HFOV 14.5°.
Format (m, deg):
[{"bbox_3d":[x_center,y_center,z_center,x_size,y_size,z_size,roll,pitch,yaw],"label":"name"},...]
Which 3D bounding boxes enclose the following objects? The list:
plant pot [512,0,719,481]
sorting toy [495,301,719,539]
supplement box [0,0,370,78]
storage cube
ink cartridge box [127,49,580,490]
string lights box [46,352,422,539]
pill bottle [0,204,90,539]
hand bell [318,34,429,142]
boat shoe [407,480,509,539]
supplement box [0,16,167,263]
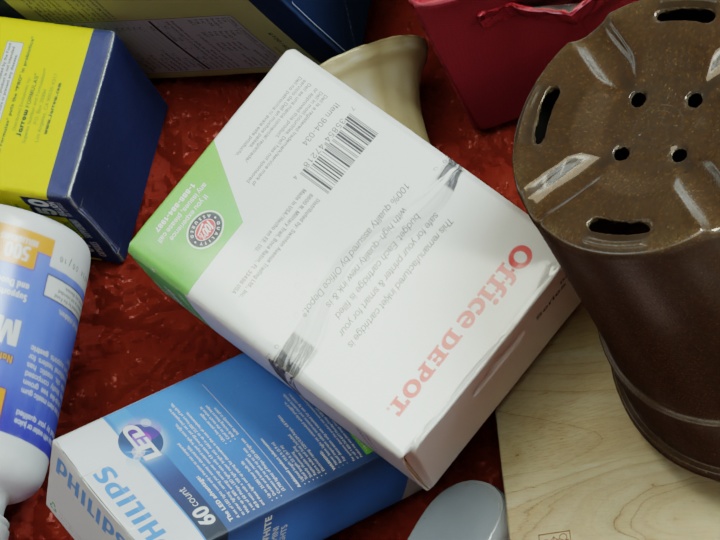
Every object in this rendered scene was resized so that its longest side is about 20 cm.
[{"bbox_3d":[0.183,-0.024,1.422,0.200,0.198,0.201,-15,55,22],"label":"plant pot"},{"bbox_3d":[0.178,0.077,1.555,0.199,0.070,0.199,-10,66,10],"label":"sorting toy"},{"bbox_3d":[-0.101,-0.231,1.690,0.199,0.134,0.201,-1,69,28],"label":"supplement box"},{"bbox_3d":[0.110,-0.207,1.615,0.170,0.180,0.201,-16,67,8],"label":"storage cube"},{"bbox_3d":[0.000,0.000,1.532,0.200,0.084,0.146,37,82,20],"label":"ink cartridge box"},{"bbox_3d":[-0.061,0.105,1.560,0.200,0.059,0.103,-24,56,-30],"label":"string lights box"},{"bbox_3d":[-0.228,0.070,1.642,0.112,0.112,0.201,4,70,16],"label":"pill bottle"},{"bbox_3d":[0.032,-0.024,1.637,0.104,0.104,0.200,-25,77,4],"label":"hand bell"},{"bbox_3d":[0.032,0.212,1.545,0.074,0.065,0.200,27,75,47],"label":"boat shoe"},{"bbox_3d":[-0.234,-0.085,1.704,0.199,0.109,0.110,9,72,18],"label":"supplement box"}]
